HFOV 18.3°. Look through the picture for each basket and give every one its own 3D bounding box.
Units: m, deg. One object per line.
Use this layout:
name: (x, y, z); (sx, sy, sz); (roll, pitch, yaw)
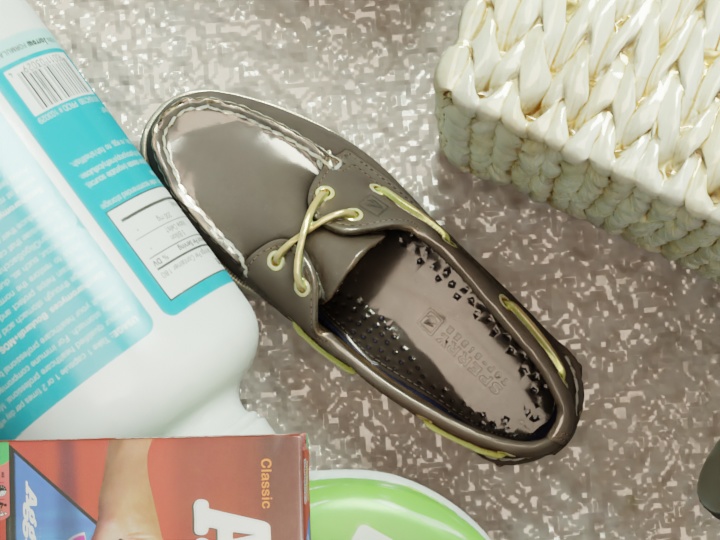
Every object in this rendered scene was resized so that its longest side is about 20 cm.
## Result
basket: (0.128, -0.101, 0.763); (0.160, 0.200, 0.200); (22, 89, 3)

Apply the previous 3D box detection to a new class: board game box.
board game box: (-0.065, 0.153, 0.701); (0.102, 0.019, 0.202); (-2, 87, 5)

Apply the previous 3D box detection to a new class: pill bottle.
pill bottle: (-0.112, 0.007, 0.803); (0.110, 0.111, 0.201); (-36, 87, -1)

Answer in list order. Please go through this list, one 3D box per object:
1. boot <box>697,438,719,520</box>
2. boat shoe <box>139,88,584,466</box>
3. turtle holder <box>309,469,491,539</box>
boot: (0.224, 0.098, 0.713); (0.185, 0.064, 0.201); (-27, 115, 4)
boat shoe: (0.000, 0.000, 0.828); (0.200, 0.060, 0.072); (40, 89, 2)
turtle holder: (-0.011, 0.161, 0.784); (0.140, 0.132, 0.187); (0, 94, -6)
